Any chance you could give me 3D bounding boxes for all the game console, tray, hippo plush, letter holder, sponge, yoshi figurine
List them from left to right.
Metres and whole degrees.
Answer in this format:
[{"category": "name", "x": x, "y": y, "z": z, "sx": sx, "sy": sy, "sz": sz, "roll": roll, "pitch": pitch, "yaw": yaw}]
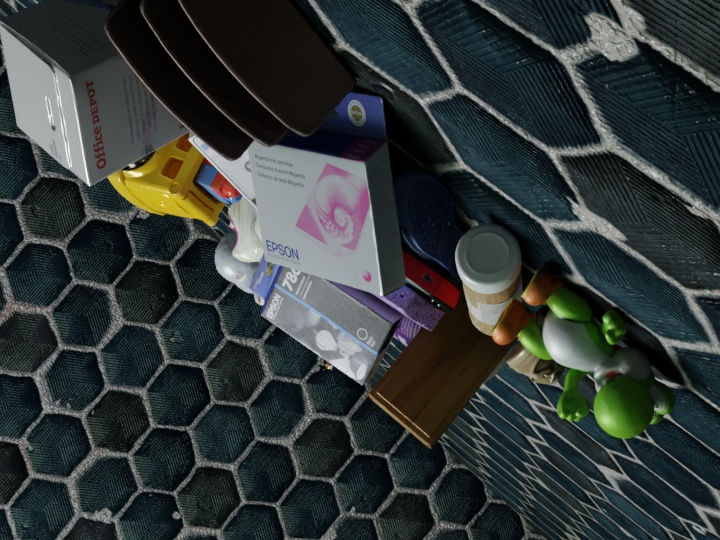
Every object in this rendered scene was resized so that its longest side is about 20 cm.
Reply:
[{"category": "letter holder", "x": -0.127, "y": -0.204, "z": 1.189, "sx": 0.200, "sy": 0.142, "sz": 0.100, "roll": 46, "pitch": 169, "yaw": -33}, {"category": "hippo plush", "x": -0.142, "y": -0.053, "z": 1.830, "sx": 0.160, "sy": 0.160, "sz": 0.200, "roll": 57, "pitch": -168, "yaw": 20}, {"category": "sponge", "x": 0.000, "y": 0.000, "z": 1.467, "sx": 0.199, "sy": 0.030, "sz": 0.111, "roll": 34, "pitch": -179, "yaw": 26}, {"category": "game console", "x": 0.020, "y": -0.017, "z": 1.443, "sx": 0.199, "sy": 0.031, "sz": 0.177, "roll": 35, "pitch": 174, "yaw": -4}, {"category": "tray", "x": 0.110, "y": 0.105, "z": 1.507, "sx": 0.098, "sy": 0.201, "sz": 0.037, "roll": 38, "pitch": 170, "yaw": 11}, {"category": "yoshi figurine", "x": 0.232, "y": 0.096, "z": 1.266, "sx": 0.199, "sy": 0.112, "sz": 0.112, "roll": 37, "pitch": 165, "yaw": 1}]

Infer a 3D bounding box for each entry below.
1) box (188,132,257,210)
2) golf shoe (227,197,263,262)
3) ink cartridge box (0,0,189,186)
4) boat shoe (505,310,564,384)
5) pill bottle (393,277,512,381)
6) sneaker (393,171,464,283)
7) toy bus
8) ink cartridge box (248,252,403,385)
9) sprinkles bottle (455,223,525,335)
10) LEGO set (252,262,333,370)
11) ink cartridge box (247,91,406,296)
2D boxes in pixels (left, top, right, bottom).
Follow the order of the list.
[{"category": "box", "x": -0.119, "y": -0.143, "z": 1.543, "sx": 0.200, "sy": 0.060, "sz": 0.117, "roll": 45, "pitch": -149, "yaw": -33}, {"category": "golf shoe", "x": -0.149, "y": -0.104, "z": 1.688, "sx": 0.075, "sy": 0.091, "sz": 0.202, "roll": 25, "pitch": -132, "yaw": -51}, {"category": "ink cartridge box", "x": -0.272, "y": -0.224, "z": 1.381, "sx": 0.144, "sy": 0.199, "sz": 0.148, "roll": 35, "pitch": 142, "yaw": 31}, {"category": "boat shoe", "x": 0.217, "y": 0.097, "z": 1.476, "sx": 0.064, "sy": 0.072, "sz": 0.200, "roll": 32, "pitch": 178, "yaw": 10}, {"category": "pill bottle", "x": 0.100, "y": 0.059, "z": 1.615, "sx": 0.199, "sy": 0.112, "sz": 0.112, "roll": 35, "pitch": 170, "yaw": 34}, {"category": "sneaker", "x": 0.066, "y": -0.051, "z": 1.360, "sx": 0.077, "sy": 0.071, "sz": 0.200, "roll": 26, "pitch": 165, "yaw": 34}, {"category": "toy bus", "x": -0.205, "y": -0.163, "z": 1.631, "sx": 0.190, "sy": 0.202, "sz": 0.136, "roll": 17, "pitch": 166, "yaw": 33}, {"category": "ink cartridge box", "x": -0.052, "y": 0.043, "z": 1.521, "sx": 0.199, "sy": 0.100, "sz": 0.039, "roll": 33, "pitch": -150, "yaw": 15}, {"category": "sprinkles bottle", "x": 0.144, "y": 0.015, "z": 1.354, "sx": 0.068, "sy": 0.068, "sz": 0.200, "roll": 37, "pitch": 171, "yaw": 19}, {"category": "LEGO set", "x": -0.048, "y": 0.013, "z": 1.588, "sx": 0.115, "sy": 0.154, "sz": 0.201, "roll": -12, "pitch": -125, "yaw": -46}, {"category": "ink cartridge box", "x": -0.043, "y": -0.088, "z": 1.298, "sx": 0.195, "sy": 0.043, "sz": 0.202, "roll": 16, "pitch": 123, "yaw": 46}]
